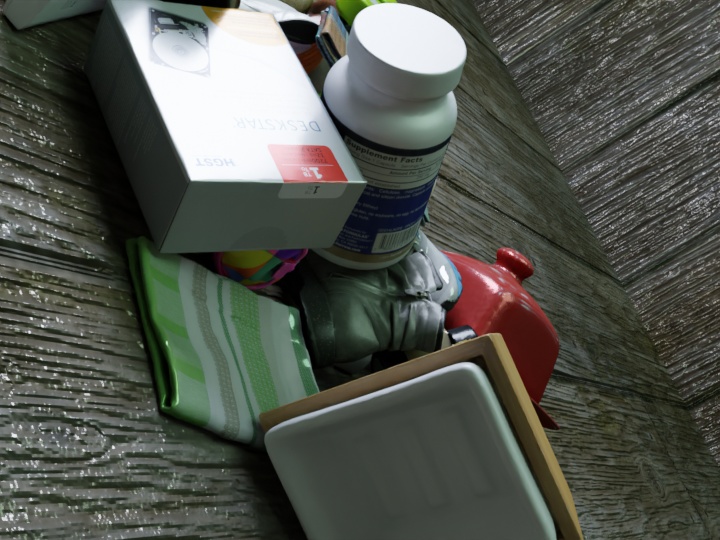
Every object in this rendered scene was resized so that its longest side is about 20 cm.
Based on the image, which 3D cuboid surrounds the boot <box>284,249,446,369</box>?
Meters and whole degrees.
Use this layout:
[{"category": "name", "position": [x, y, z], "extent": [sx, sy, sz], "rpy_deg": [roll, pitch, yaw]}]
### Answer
[{"category": "boot", "position": [0.000, 0.000, 1.047], "extent": [0.068, 0.128, 0.202], "rpy_deg": [98, -20, -52]}]

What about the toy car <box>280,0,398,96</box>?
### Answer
[{"category": "toy car", "position": [-0.086, -0.290, 1.274], "extent": [0.200, 0.164, 0.158], "rpy_deg": [44, 20, -5]}]

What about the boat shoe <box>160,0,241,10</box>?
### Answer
[{"category": "boat shoe", "position": [-0.130, -0.240, 0.997], "extent": [0.075, 0.201, 0.075], "rpy_deg": [24, 48, -6]}]

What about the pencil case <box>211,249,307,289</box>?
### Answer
[{"category": "pencil case", "position": [-0.097, -0.080, 1.010], "extent": [0.088, 0.088, 0.202], "rpy_deg": [40, 28, -44]}]

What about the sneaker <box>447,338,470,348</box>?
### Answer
[{"category": "sneaker", "position": [0.049, 0.123, 0.919], "extent": [0.074, 0.200, 0.091], "rpy_deg": [-22, 81, -35]}]

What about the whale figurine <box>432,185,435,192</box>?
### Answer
[{"category": "whale figurine", "position": [-0.003, -0.104, 1.310], "extent": [0.199, 0.103, 0.161], "rpy_deg": [-33, 92, -47]}]

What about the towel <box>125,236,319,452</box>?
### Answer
[{"category": "towel", "position": [-0.092, 0.063, 0.885], "extent": [0.199, 0.030, 0.151], "rpy_deg": [32, 32, -54]}]

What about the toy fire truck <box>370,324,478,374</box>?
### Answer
[{"category": "toy fire truck", "position": [0.082, 0.165, 1.086], "extent": [0.201, 0.127, 0.178], "rpy_deg": [107, -36, -59]}]

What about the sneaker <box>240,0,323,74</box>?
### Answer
[{"category": "sneaker", "position": [-0.135, -0.239, 1.124], "extent": [0.197, 0.077, 0.092], "rpy_deg": [11, 25, -29]}]

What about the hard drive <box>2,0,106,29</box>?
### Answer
[{"category": "hard drive", "position": [-0.196, -0.256, 0.942], "extent": [0.026, 0.131, 0.200], "rpy_deg": [48, 20, -7]}]

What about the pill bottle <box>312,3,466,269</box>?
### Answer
[{"category": "pill bottle", "position": [0.016, -0.109, 0.971], "extent": [0.114, 0.202, 0.117], "rpy_deg": [10, 41, -9]}]

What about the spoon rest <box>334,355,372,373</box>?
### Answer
[{"category": "spoon rest", "position": [-0.021, -0.003, 1.124], "extent": [0.099, 0.060, 0.203], "rpy_deg": [31, 34, -55]}]

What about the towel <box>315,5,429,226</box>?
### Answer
[{"category": "towel", "position": [0.011, -0.148, 1.116], "extent": [0.202, 0.021, 0.147], "rpy_deg": [61, 10, -18]}]

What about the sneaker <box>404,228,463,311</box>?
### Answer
[{"category": "sneaker", "position": [0.024, -0.033, 1.136], "extent": [0.201, 0.075, 0.087], "rpy_deg": [51, -3, 37]}]

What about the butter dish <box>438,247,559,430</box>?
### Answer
[{"category": "butter dish", "position": [0.127, 0.045, 1.210], "extent": [0.198, 0.149, 0.200], "rpy_deg": [25, -11, 46]}]

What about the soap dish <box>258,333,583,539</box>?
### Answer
[{"category": "soap dish", "position": [0.044, 0.138, 0.820], "extent": [0.159, 0.198, 0.081], "rpy_deg": [64, 30, -7]}]

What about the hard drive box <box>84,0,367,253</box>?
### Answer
[{"category": "hard drive box", "position": [-0.108, -0.113, 0.910], "extent": [0.154, 0.077, 0.202], "rpy_deg": [-3, 51, -36]}]
